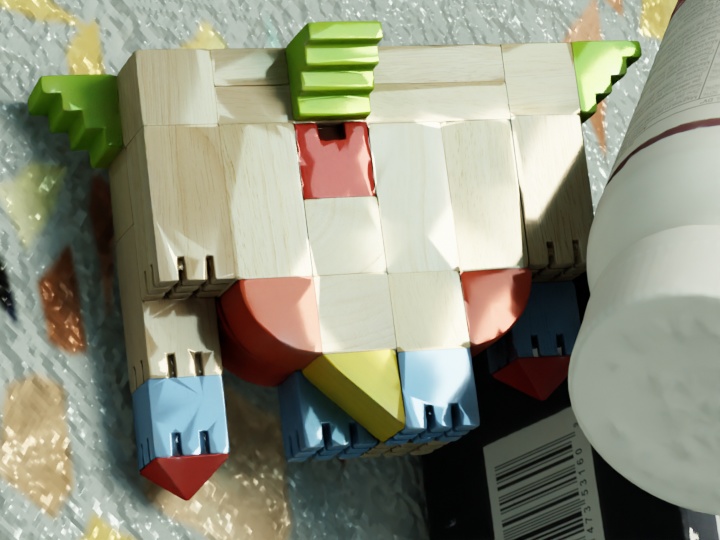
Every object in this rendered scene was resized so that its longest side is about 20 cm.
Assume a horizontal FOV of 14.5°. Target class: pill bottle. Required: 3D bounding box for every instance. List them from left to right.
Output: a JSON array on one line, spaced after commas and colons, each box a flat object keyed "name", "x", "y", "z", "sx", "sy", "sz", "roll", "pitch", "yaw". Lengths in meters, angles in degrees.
[{"name": "pill bottle", "x": 0.134, "y": -0.022, "z": 0.907, "sx": 0.110, "sy": 0.109, "sz": 0.201, "roll": 47, "pitch": 40, "yaw": -21}]

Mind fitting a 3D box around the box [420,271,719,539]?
[{"name": "box", "x": 0.132, "y": 0.109, "z": 1.012, "sx": 0.198, "sy": 0.123, "sz": 0.201, "roll": 17, "pitch": 58, "yaw": -41}]

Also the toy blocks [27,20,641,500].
[{"name": "toy blocks", "x": 0.000, "y": 0.000, "z": 0.919, "sx": 0.199, "sy": 0.100, "sz": 0.138, "roll": -3, "pitch": 77, "yaw": -19}]
